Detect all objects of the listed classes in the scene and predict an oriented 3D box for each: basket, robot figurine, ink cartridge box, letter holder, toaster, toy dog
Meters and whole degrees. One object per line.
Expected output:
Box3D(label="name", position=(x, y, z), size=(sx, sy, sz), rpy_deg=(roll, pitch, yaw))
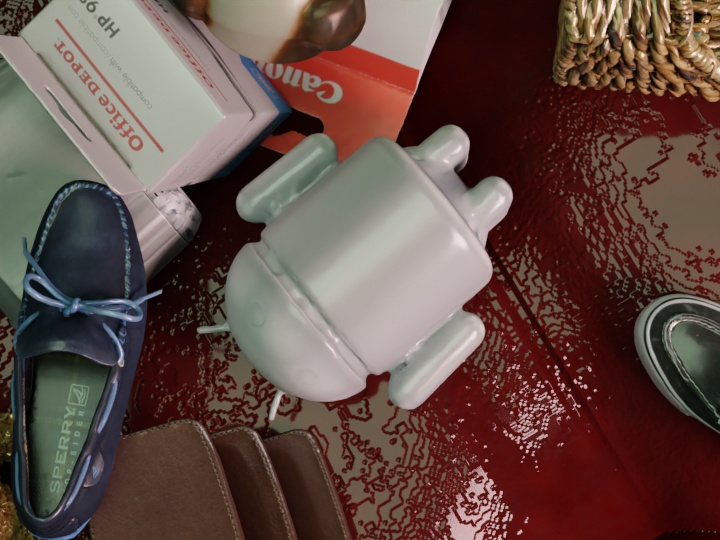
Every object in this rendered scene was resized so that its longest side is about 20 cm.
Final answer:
Box3D(label="basket", position=(0.197, -0.212, 0.868), size=(0.148, 0.143, 0.202), rpy_deg=(6, 84, 6))
Box3D(label="robot figurine", position=(0.000, 0.000, 0.874), size=(0.200, 0.113, 0.170), rpy_deg=(-39, 81, -1))
Box3D(label="ink cartridge box", position=(-0.027, -0.176, 0.929), size=(0.161, 0.050, 0.201), rpy_deg=(21, 83, 7))
Box3D(label="ink cartridge box", position=(-0.119, -0.112, 0.841), size=(0.067, 0.200, 0.116), rpy_deg=(-40, 89, 13))
Box3D(label="letter holder", position=(-0.071, 0.191, 0.846), size=(0.141, 0.101, 0.202), rpy_deg=(-15, 70, 1))
Box3D(label="toaster", position=(-0.188, -0.043, 0.895), size=(0.129, 0.114, 0.200), rpy_deg=(-40, 84, -3))
Box3D(label="toy dog", position=(-0.027, -0.215, 0.818), size=(0.138, 0.194, 0.202), rpy_deg=(16, 85, -5))

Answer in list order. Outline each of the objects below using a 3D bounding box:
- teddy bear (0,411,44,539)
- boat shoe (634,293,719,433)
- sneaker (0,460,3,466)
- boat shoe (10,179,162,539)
Box3D(label="teddy bear", position=(-0.232, 0.145, 0.851), size=(0.066, 0.145, 0.202), rpy_deg=(-11, 99, 36))
Box3D(label="boat shoe", position=(0.248, 0.088, 0.868), size=(0.074, 0.068, 0.200), rpy_deg=(-42, 82, -1))
Box3D(label="sneaker", position=(-0.323, 0.094, 0.912), size=(0.198, 0.081, 0.077), rpy_deg=(12, 82, -14))
Box3D(label="boat shoe", position=(-0.152, 0.047, 0.801), size=(0.083, 0.069, 0.202), rpy_deg=(-1, 81, -4))
